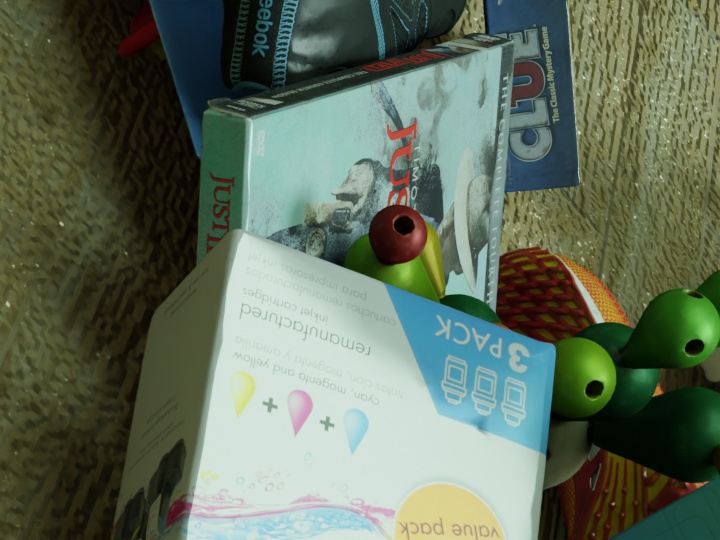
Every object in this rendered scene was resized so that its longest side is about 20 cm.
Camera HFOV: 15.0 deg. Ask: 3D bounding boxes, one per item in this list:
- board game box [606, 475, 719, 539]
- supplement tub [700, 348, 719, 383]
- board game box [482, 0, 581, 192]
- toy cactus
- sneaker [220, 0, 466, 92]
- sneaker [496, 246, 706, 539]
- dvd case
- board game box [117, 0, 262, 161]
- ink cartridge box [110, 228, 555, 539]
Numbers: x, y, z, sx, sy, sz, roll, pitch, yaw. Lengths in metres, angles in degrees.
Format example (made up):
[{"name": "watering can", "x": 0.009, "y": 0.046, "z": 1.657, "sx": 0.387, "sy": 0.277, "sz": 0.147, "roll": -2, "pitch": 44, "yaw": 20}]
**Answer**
[{"name": "board game box", "x": 0.100, "y": 0.114, "z": 0.895, "sx": 0.152, "sy": 0.200, "sz": 0.045, "roll": -1, "pitch": 62, "yaw": -56}, {"name": "supplement tub", "x": 0.253, "y": 0.079, "z": 1.208, "sx": 0.200, "sy": 0.140, "sz": 0.140, "roll": 54, "pitch": 30, "yaw": -4}, {"name": "board game box", "x": 0.064, "y": -0.148, "z": 1.121, "sx": 0.136, "sy": 0.035, "sz": 0.200, "roll": -86, "pitch": 171, "yaw": -71}, {"name": "toy cactus", "x": 0.073, "y": 0.034, "z": 0.957, "sx": 0.200, "sy": 0.165, "sz": 0.102, "roll": 12, "pitch": 63, "yaw": -19}, {"name": "sneaker", "x": -0.012, "y": -0.097, "z": 1.011, "sx": 0.200, "sy": 0.073, "sz": 0.082, "roll": 3, "pitch": 98, "yaw": -72}, {"name": "sneaker", "x": 0.108, "y": 0.080, "z": 1.071, "sx": 0.077, "sy": 0.073, "sz": 0.200, "roll": 21, "pitch": 47, "yaw": -59}, {"name": "dvd case", "x": 0.000, "y": 0.000, "z": 0.956, "sx": 0.200, "sy": 0.022, "sz": 0.146, "roll": -22, "pitch": 119, "yaw": -61}, {"name": "board game box", "x": -0.048, "y": -0.076, "z": 1.030, "sx": 0.158, "sy": 0.039, "sz": 0.200, "roll": 17, "pitch": 50, "yaw": -57}, {"name": "ink cartridge box", "x": -0.014, "y": 0.103, "z": 0.800, "sx": 0.115, "sy": 0.068, "sz": 0.200, "roll": 19, "pitch": 58, "yaw": -19}]
